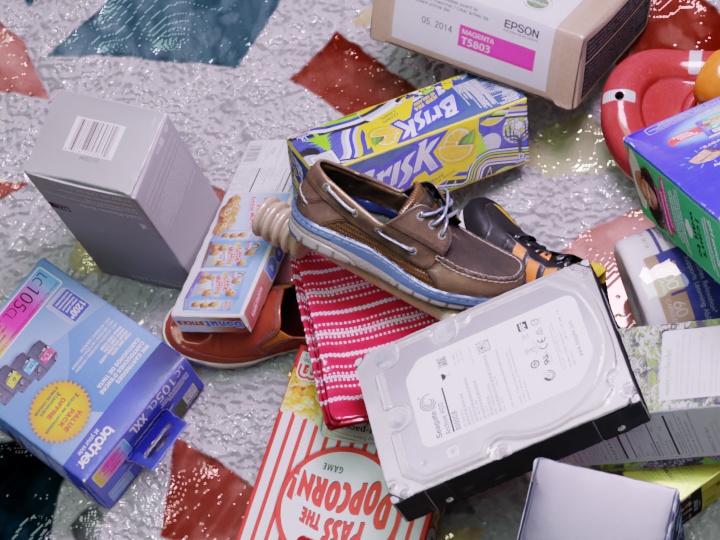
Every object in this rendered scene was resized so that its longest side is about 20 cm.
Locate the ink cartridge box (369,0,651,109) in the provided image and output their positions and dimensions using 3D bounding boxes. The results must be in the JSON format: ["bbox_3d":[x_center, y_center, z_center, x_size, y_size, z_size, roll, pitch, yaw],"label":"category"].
[{"bbox_3d":[0.133,-0.235,1.682,0.199,0.076,0.165,22,41,19],"label":"ink cartridge box"}]

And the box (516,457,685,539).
[{"bbox_3d":[0.170,0.245,1.421,0.106,0.200,0.149,11,69,16],"label":"box"}]

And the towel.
[{"bbox_3d":[0.024,0.034,1.580,0.143,0.023,0.201,-12,52,-3],"label":"towel"}]

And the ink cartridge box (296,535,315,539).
[{"bbox_3d":[-0.011,0.317,1.461,0.199,0.084,0.177,22,93,20],"label":"ink cartridge box"}]

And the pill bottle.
[{"bbox_3d":[0.312,-0.004,1.555,0.199,0.111,0.112,-20,63,2],"label":"pill bottle"}]

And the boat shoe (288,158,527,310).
[{"bbox_3d":[0.042,-0.030,1.539,0.199,0.073,0.072,18,35,2],"label":"boat shoe"}]

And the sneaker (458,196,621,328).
[{"bbox_3d":[0.159,0.007,1.585,0.090,0.070,0.201,-45,64,32],"label":"sneaker"}]

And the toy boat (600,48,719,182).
[{"bbox_3d":[0.296,-0.136,1.607,0.198,0.131,0.131,2,66,12],"label":"toy boat"}]

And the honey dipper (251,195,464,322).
[{"bbox_3d":[0.000,0.000,1.575,0.199,0.038,0.038,30,75,22],"label":"honey dipper"}]

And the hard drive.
[{"bbox_3d":[0.102,0.088,1.456,0.199,0.038,0.140,-24,50,11],"label":"hard drive"}]

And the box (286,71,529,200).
[{"bbox_3d":[0.041,-0.102,1.643,0.199,0.070,0.064,-20,41,-16],"label":"box"}]

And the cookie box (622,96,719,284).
[{"bbox_3d":[0.312,-0.072,1.465,0.170,0.076,0.200,-23,23,-4],"label":"cookie box"}]

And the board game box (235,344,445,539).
[{"bbox_3d":[-0.005,0.174,1.576,0.150,0.046,0.201,11,69,17],"label":"board game box"}]

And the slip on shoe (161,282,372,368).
[{"bbox_3d":[-0.073,0.039,1.643,0.198,0.061,0.075,-3,66,10],"label":"slip on shoe"}]

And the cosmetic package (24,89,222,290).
[{"bbox_3d":[-0.192,-0.063,1.639,0.106,0.200,0.091,12,67,19],"label":"cosmetic package"}]

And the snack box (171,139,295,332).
[{"bbox_3d":[-0.094,-0.033,1.666,0.071,0.024,0.201,0,50,27],"label":"snack box"}]

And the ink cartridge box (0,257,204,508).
[{"bbox_3d":[-0.228,0.102,1.641,0.199,0.076,0.137,33,76,21],"label":"ink cartridge box"}]

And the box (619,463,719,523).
[{"bbox_3d":[0.288,0.134,1.519,0.199,0.075,0.050,-35,65,-7],"label":"box"}]

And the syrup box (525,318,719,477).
[{"bbox_3d":[0.210,0.097,1.474,0.199,0.082,0.079,-8,51,23],"label":"syrup box"}]
